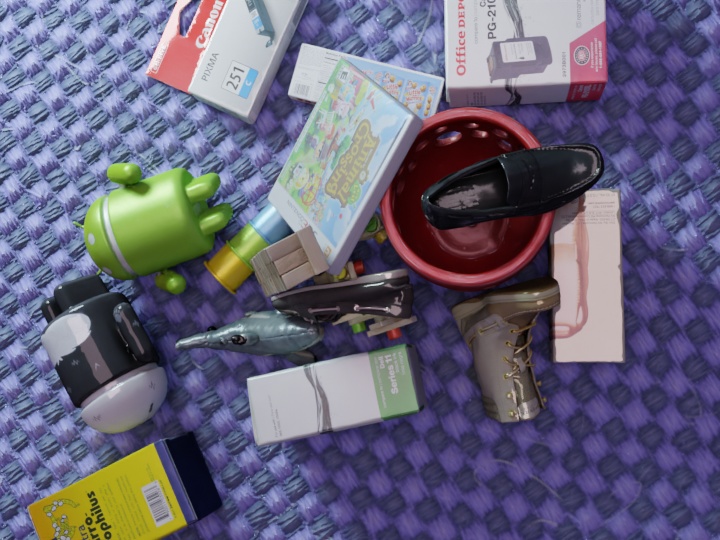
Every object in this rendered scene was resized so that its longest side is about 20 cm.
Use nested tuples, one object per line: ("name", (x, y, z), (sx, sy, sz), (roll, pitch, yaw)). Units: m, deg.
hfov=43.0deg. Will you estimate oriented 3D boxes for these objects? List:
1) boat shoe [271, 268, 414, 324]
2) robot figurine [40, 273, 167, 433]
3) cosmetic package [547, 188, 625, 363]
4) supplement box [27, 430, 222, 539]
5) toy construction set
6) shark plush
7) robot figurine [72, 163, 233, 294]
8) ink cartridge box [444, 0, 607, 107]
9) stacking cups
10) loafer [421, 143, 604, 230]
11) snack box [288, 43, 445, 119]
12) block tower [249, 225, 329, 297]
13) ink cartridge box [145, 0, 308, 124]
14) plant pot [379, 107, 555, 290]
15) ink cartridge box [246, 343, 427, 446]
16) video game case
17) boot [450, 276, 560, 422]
("boat shoe", (-0.025, 0.041, 1.079), (0.197, 0.066, 0.058), (-11, 88, 34))
("robot figurine", (-0.328, 0.108, 1.173), (0.124, 0.150, 0.202), (-29, 83, -11))
("cosmetic package", (0.270, 0.010, 1.104), (0.086, 0.103, 0.204), (-1, 84, 9))
("supplement box", (-0.295, 0.299, 1.159), (0.198, 0.109, 0.111), (-27, 83, 5))
("toy construction set", (0.000, 0.000, 1.155), (0.129, 0.092, 0.203), (-18, 72, 6))
("shark plush", (-0.140, 0.074, 1.162), (0.196, 0.083, 0.093), (7, 97, 10))
("robot figurine", (-0.267, -0.059, 1.179), (0.197, 0.116, 0.178), (-19, 108, 6))
("ink cartridge box", (0.203, -0.290, 1.145), (0.196, 0.084, 0.148), (-1, 85, 8))
("stacking cups", (-0.115, -0.061, 1.185), (0.060, 0.060, 0.200), (44, 92, 9))
("loafer", (0.161, -0.089, 0.960), (0.197, 0.070, 0.069), (-15, 82, 6))
("snack box", (0.008, -0.239, 1.200), (0.197, 0.024, 0.073), (16, 87, 9))
("block tower", (-0.089, -0.007, 1.083), (0.057, 0.200, 0.055), (-27, 92, -15))
("ink cartridge box", (-0.182, -0.325, 1.225), (0.174, 0.045, 0.203), (24, 89, 8))
("plant pot", (0.129, -0.075, 1.089), (0.197, 0.182, 0.204), (-1, 85, 8))
("ink cartridge box", (-0.025, 0.150, 1.113), (0.197, 0.147, 0.085), (-13, 83, 6))
("video game case", (-0.025, -0.126, 1.069), (0.202, 0.022, 0.182), (-60, 41, 16))
("boot", (0.185, 0.096, 1.071), (0.071, 0.200, 0.157), (-13, 84, -24))
